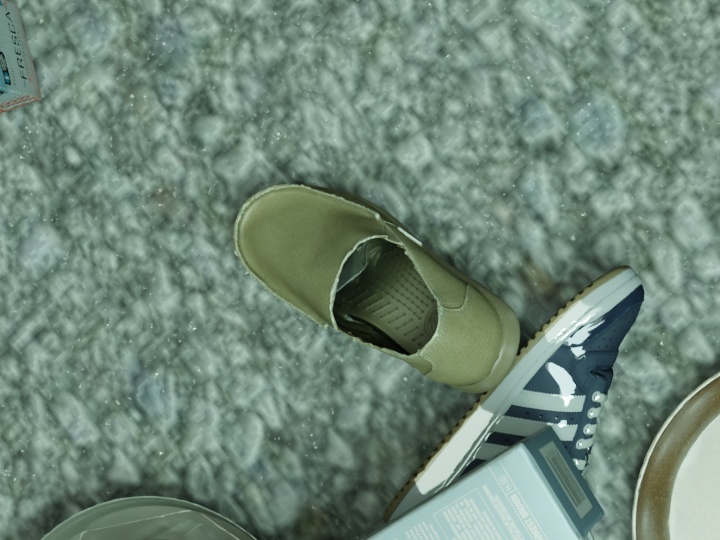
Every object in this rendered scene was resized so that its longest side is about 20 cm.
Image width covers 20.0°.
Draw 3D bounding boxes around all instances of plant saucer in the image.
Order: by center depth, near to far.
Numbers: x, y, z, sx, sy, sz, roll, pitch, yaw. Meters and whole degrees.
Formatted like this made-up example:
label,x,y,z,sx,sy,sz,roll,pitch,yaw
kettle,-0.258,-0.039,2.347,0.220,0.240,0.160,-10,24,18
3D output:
label,x,y,z,sx,sy,sz,roll,pitch,yaw
plant saucer,0.250,0.142,1.121,0.199,0.032,0.201,0,88,12

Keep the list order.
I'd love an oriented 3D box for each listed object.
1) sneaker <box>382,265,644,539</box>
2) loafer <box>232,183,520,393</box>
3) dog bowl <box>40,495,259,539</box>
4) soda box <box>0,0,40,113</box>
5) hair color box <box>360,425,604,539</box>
label,x,y,z,sx,sy,sz,roll,pitch,yaw
sneaker,0.114,0.100,1.129,0.108,0.070,0.200,43,101,13
loafer,0.000,0.000,1.131,0.200,0.067,0.076,26,90,34
dog bowl,-0.113,0.229,1.175,0.199,0.059,0.201,0,88,10
soda box,-0.298,-0.106,1.216,0.199,0.068,0.064,-17,85,11
hair color box,0.024,0.161,1.065,0.200,0.099,0.061,-33,83,12
